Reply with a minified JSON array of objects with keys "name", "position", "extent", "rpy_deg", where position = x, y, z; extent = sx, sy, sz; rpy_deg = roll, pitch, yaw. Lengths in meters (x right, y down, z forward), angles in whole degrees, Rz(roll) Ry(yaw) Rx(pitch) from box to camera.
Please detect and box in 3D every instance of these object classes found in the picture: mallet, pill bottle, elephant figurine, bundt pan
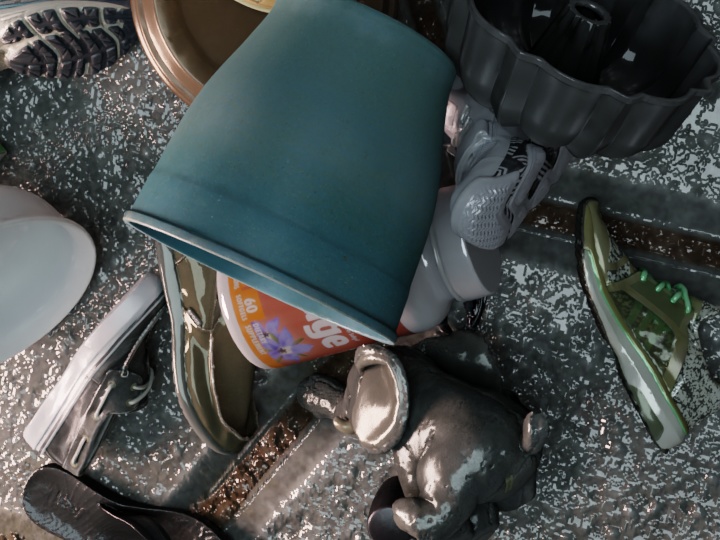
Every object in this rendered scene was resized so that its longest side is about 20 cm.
[{"name":"mallet","position":[0.088,0.238,1.250],"extent":[0.199,0.066,0.041],"rpy_deg":[37,109,-10]},{"name":"pill bottle","position":[0.000,0.000,1.175],"extent":[0.198,0.112,0.114],"rpy_deg":[-15,97,22]},{"name":"elephant figurine","position":[0.039,0.103,1.165],"extent":[0.155,0.142,0.201],"rpy_deg":[-38,64,2]},{"name":"bundt pan","position":[0.146,-0.150,1.080],"extent":[0.200,0.202,0.076],"rpy_deg":[28,128,8]}]

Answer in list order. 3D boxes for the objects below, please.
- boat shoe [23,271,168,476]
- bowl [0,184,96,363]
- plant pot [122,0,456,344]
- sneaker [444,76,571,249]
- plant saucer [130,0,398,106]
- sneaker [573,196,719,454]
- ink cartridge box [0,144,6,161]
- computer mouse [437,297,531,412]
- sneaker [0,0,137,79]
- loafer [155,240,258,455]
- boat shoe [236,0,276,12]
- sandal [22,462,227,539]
[{"name":"boat shoe","position":[-0.202,0.087,1.282],"extent":[0.071,0.072,0.201],"rpy_deg":[37,119,-1]},{"name":"bowl","position":[-0.319,-0.004,1.242],"extent":[0.201,0.200,0.091],"rpy_deg":[-44,65,18]},{"name":"plant pot","position":[-0.029,-0.077,1.039],"extent":[0.198,0.200,0.190],"rpy_deg":[24,86,9]},{"name":"sneaker","position":[0.080,-0.088,1.105],"extent":[0.114,0.200,0.076],"rpy_deg":[28,124,13]},{"name":"plant saucer","position":[-0.067,-0.202,1.124],"extent":[0.197,0.029,0.203],"rpy_deg":[0,92,-10]},{"name":"sneaker","position":[0.220,0.030,1.160],"extent":[0.088,0.077,0.202],"rpy_deg":[-24,99,5]},{"name":"ink cartridge box","position":[-0.416,-0.118,1.283],"extent":[0.146,0.084,0.200],"rpy_deg":[-43,88,19]},{"name":"computer mouse","position":[0.095,0.085,1.215],"extent":[0.058,0.034,0.202],"rpy_deg":[-13,96,18]},{"name":"sneaker","position":[-0.274,-0.203,1.234],"extent":[0.197,0.078,0.087],"rpy_deg":[-8,56,-2]},{"name":"loafer","position":[-0.111,0.049,1.240],"extent":[0.069,0.075,0.203],"rpy_deg":[-9,98,20]},{"name":"boat shoe","position":[-0.089,-0.228,1.066],"extent":[0.198,0.076,0.073],"rpy_deg":[19,88,-10]},{"name":"sandal","position":[-0.201,0.228,1.313],"extent":[0.198,0.048,0.076],"rpy_deg":[19,105,11]}]
